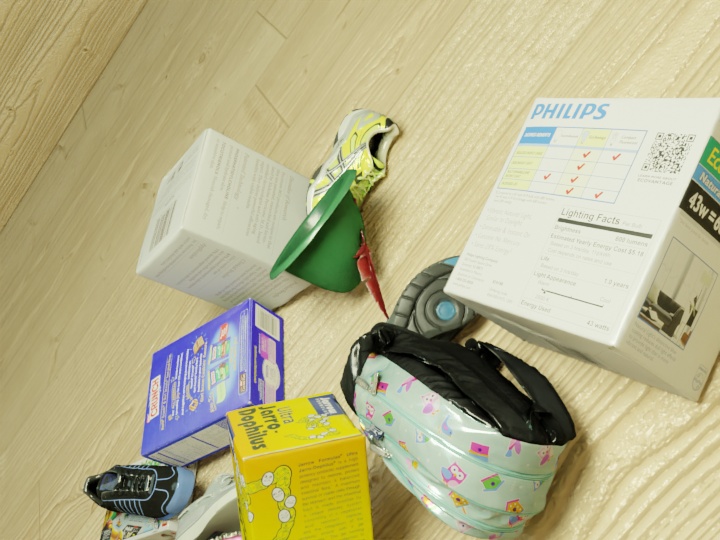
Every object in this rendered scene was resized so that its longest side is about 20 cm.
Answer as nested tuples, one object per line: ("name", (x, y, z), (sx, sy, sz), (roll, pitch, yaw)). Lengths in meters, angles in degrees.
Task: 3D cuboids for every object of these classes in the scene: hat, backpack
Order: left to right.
("hat", (0.000, 0.000, 0.948), (0.166, 0.176, 0.200), (-38, 18, 53))
("backpack", (0.089, 0.137, 0.670), (0.200, 0.166, 0.127), (35, 114, 52))

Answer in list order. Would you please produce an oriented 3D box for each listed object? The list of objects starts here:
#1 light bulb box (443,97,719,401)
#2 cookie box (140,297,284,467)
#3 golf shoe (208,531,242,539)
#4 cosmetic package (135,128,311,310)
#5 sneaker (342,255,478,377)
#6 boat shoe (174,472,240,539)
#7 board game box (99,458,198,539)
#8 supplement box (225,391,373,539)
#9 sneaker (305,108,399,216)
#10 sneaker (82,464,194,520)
("light bulb box", (0.209, -0.028, 0.638), (0.198, 0.125, 0.200), (19, 81, 56))
("cookie box", (-0.203, 0.158, 1.052), (0.200, 0.075, 0.172), (-28, 45, 24))
("golf shoe", (-0.182, 0.380, 0.912), (0.200, 0.075, 0.092), (-39, 61, 26))
("cosmetic package", (-0.179, -0.057, 1.072), (0.167, 0.200, 0.167), (-31, 43, 46))
("sneaker", (0.060, 0.061, 0.807), (0.200, 0.082, 0.073), (-42, 76, -5))
("boat shoe", (-0.173, 0.291, 0.947), (0.201, 0.070, 0.072), (-43, 42, 29))
("board game box", (-0.314, 0.340, 1.124), (0.200, 0.035, 0.127), (-29, 45, 37))
("supplement box", (-0.054, 0.232, 0.706), (0.109, 0.109, 0.201), (-149, 52, -69))
("sneaker", (-0.012, -0.129, 1.040), (0.076, 0.075, 0.201), (16, 85, 45))
("sneaker", (-0.309, 0.302, 1.045), (0.200, 0.078, 0.070), (-23, 49, 41))
